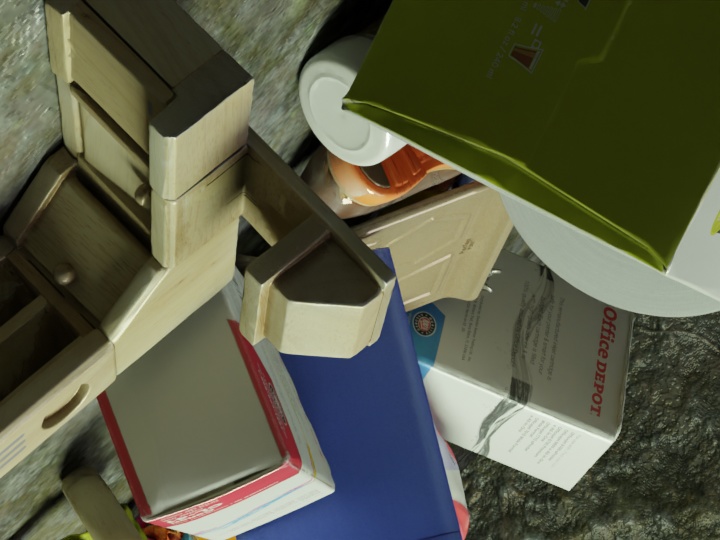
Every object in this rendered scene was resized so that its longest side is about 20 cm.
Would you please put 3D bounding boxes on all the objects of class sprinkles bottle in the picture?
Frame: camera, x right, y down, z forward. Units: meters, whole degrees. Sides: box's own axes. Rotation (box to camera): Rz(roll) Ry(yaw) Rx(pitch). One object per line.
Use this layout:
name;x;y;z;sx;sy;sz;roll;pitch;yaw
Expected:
sprinkles bottle;0.054;-0.134;1.002;0.200;0.068;0.068;-38;165;-34

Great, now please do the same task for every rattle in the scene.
rattle;-0.173;0.225;1.136;0.142;0.200;0.131;-18;128;-21

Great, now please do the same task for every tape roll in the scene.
tape roll;0.185;-0.072;1.088;0.066;0.200;0.201;-50;175;-48

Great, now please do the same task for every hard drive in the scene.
hard drive;-0.023;0.095;1.068;0.131;0.201;0.025;-12;164;-5

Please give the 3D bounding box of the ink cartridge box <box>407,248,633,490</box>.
ink cartridge box;0.103;0.063;1.381;0.084;0.199;0.145;121;-12;-46

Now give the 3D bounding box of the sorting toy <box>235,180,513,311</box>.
sorting toy;0.000;0.000;1.200;0.199;0.037;0.185;-16;159;-15

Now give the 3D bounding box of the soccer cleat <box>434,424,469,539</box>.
soccer cleat;0.033;0.123;1.299;0.066;0.201;0.077;-14;-157;16

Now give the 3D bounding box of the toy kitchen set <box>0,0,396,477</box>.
toy kitchen set;-0.107;0.018;0.735;0.180;0.163;0.200;-41;166;-21

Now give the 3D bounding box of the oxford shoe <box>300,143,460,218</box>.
oxford shoe;0.024;-0.079;1.122;0.073;0.072;0.200;-29;176;37

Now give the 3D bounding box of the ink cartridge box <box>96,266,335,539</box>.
ink cartridge box;-0.086;0.063;0.956;0.085;0.148;0.200;-24;166;-1

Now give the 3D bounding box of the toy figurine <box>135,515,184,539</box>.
toy figurine;-0.124;0.198;1.425;0.184;0.150;0.200;-58;144;-5

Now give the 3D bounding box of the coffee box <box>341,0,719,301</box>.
coffee box;0.149;-0.112;0.896;0.198;0.200;0.200;18;101;-60

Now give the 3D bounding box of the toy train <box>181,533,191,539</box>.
toy train;-0.039;0.179;1.356;0.200;0.085;0.115;-35;-159;-35

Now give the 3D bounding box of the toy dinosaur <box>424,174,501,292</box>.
toy dinosaur;0.069;-0.056;1.256;0.200;0.105;0.182;-34;151;-16

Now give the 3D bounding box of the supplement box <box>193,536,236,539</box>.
supplement box;-0.067;0.132;1.186;0.126;0.074;0.200;-26;-173;-9
